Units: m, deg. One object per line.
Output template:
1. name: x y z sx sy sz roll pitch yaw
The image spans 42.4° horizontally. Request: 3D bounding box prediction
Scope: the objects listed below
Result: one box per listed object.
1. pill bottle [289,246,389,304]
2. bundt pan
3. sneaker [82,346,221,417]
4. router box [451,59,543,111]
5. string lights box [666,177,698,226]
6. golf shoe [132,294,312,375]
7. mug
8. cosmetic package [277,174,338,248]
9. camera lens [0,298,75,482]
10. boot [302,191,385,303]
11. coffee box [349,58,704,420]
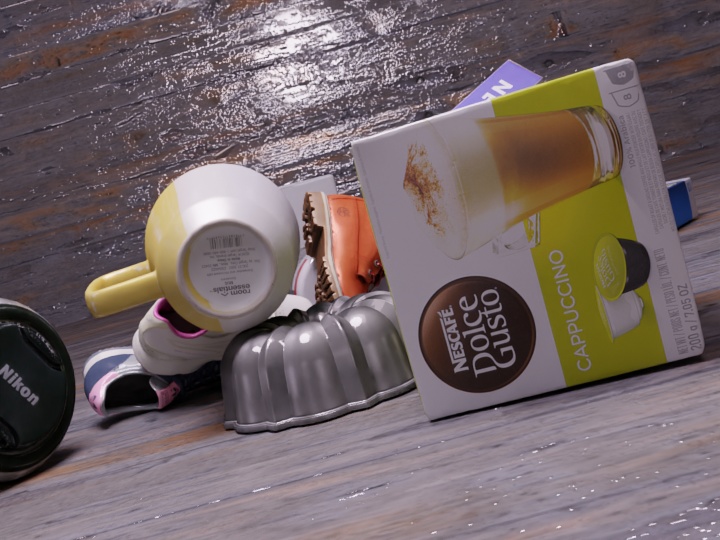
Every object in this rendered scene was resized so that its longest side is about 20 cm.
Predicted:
1. pill bottle: -0.040 0.021 1.164 0.113 0.115 0.200 -16 5 -13
2. bundt pan: -0.034 0.071 0.815 0.200 0.077 0.202 -15 6 1
3. sneaker: -0.192 0.114 0.988 0.198 0.071 0.082 -13 30 -13
4. router box: 0.121 -0.098 1.016 0.049 0.180 0.200 35 67 30
5. string lights box: 0.378 -0.074 1.271 0.102 0.060 0.199 -10 7 38
6. golf shoe: -0.132 0.054 0.956 0.198 0.076 0.092 -11 -31 -26
7. mug: -0.131 0.000 0.823 0.187 0.149 0.153 -50 14 1
8. cosmetic package: -0.114 -0.025 1.414 0.163 0.202 0.165 -16 5 -20
9. camera lens: -0.376 0.117 0.853 0.198 0.162 0.160 -12 6 31
10. boot: 0.000 0.000 1.014 0.106 0.202 0.075 1 -31 -16
11. coffee box: 0.121 -0.028 0.704 0.196 0.202 0.200 -15 6 11
